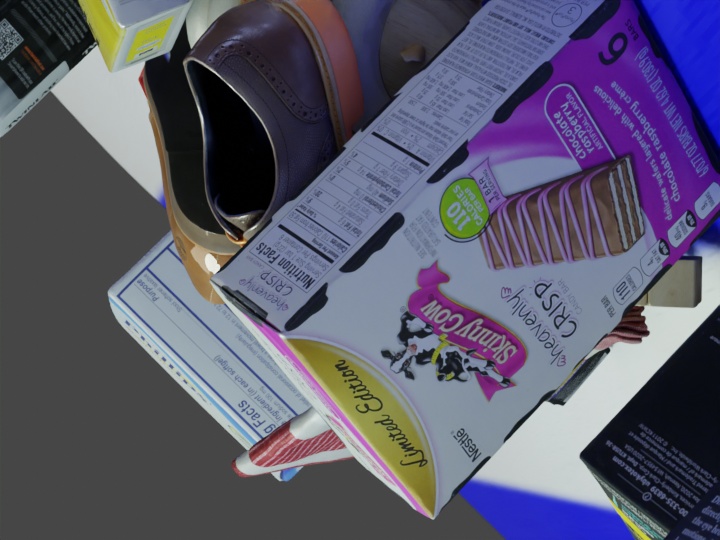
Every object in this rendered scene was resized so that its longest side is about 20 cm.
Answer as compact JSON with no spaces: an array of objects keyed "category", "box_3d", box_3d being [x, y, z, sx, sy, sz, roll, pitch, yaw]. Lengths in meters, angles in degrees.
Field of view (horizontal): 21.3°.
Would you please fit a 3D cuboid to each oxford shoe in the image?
[{"category":"oxford shoe","box_3d":[-0.031,-0.021,0.820,0.071,0.073,0.200,9,126,42]},{"category":"oxford shoe","box_3d":[-0.081,-0.066,1.008,0.071,0.071,0.200,102,169,-45]}]

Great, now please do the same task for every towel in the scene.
[{"category":"towel","box_3d":[0.038,0.065,0.985,0.200,0.144,0.023,-37,65,51]}]

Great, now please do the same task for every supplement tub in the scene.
[{"category":"supplement tub","box_3d":[-0.188,-0.184,1.113,0.123,0.200,0.123,43,171,8]}]

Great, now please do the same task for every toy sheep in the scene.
[{"category":"toy sheep","box_3d":[-0.015,-0.113,0.891,0.200,0.138,0.138,17,156,35]}]

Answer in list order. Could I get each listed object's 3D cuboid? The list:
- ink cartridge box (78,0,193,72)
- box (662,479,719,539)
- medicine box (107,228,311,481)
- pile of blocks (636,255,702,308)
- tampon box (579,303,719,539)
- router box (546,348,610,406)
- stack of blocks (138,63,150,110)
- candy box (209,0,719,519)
[{"category":"ink cartridge box","box_3d":[-0.137,-0.194,0.895,0.198,0.047,0.200,67,168,-1]},{"category":"box","box_3d":[0.211,0.127,0.724,0.148,0.200,0.104,49,170,-17]},{"category":"medicine box","box_3d":[-0.052,0.021,1.418,0.182,0.200,0.103,44,171,8]},{"category":"pile of blocks","box_3d":[0.116,-0.023,0.984,0.200,0.082,0.062,11,103,58]},{"category":"tampon box","box_3d":[0.223,0.129,0.914,0.150,0.126,0.200,37,169,43]},{"category":"router box","box_3d":[0.061,0.000,1.180,0.200,0.052,0.157,41,-177,10]},{"category":"stack of blocks","box_3d":[-0.064,-0.106,1.123,0.058,0.115,0.200,15,-153,-29]},{"category":"candy box","box_3d":[0.053,-0.014,0.801,0.061,0.200,0.136,35,167,49]}]
